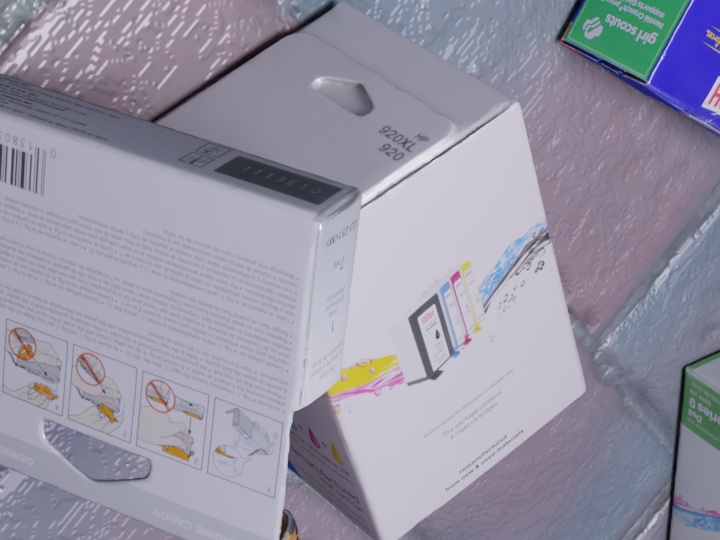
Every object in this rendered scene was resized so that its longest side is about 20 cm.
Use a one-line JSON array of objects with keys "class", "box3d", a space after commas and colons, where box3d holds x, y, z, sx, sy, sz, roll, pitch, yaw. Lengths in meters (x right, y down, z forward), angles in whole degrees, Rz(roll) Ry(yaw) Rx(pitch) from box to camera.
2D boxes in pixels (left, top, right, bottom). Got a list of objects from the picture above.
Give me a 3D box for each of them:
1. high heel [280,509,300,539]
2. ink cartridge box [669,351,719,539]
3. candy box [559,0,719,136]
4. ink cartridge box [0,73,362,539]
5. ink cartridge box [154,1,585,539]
[{"class": "high heel", "box3d": [-0.112, 0.199, 1.011, 0.200, 0.071, 0.143, -8, 127, -56]}, {"class": "ink cartridge box", "box3d": [0.300, 0.145, 1.328, 0.145, 0.087, 0.201, -21, 125, -30]}, {"class": "candy box", "box3d": [0.232, -0.180, 1.087, 0.169, 0.077, 0.200, 21, 98, -46]}, {"class": "ink cartridge box", "box3d": [-0.103, 0.021, 0.833, 0.044, 0.199, 0.174, -37, 140, -55]}, {"class": "ink cartridge box", "box3d": [0.000, 0.000, 0.943, 0.144, 0.147, 0.200, -35, 132, -19]}]
